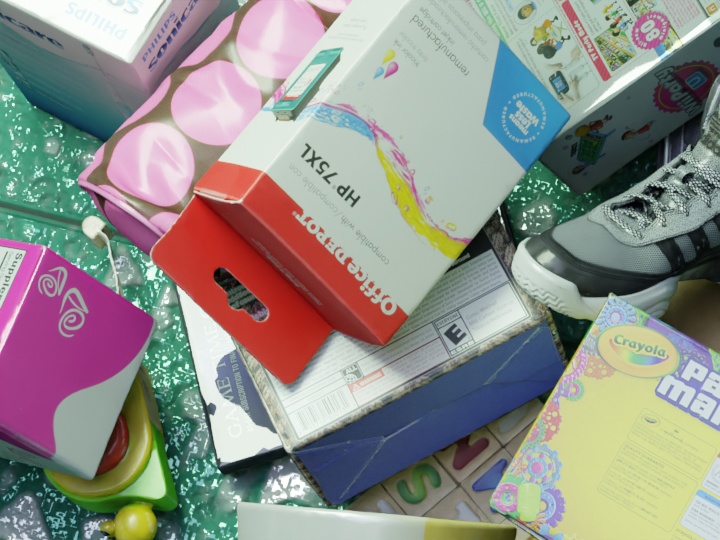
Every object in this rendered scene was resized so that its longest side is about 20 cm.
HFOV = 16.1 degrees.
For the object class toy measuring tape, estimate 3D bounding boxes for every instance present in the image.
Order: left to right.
[{"bbox_3d":[-0.157,0.068,1.469,0.073,0.074,0.201,-17,68,5],"label":"toy measuring tape"}]

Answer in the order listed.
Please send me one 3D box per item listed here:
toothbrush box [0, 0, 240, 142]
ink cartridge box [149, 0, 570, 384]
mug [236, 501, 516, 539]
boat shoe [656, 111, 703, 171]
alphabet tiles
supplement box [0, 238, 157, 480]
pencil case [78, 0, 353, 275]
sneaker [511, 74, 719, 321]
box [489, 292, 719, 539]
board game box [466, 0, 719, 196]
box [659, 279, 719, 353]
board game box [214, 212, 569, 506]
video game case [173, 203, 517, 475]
[{"bbox_3d":[-0.144,-0.140,1.469,0.146,0.200,0.085,27,78,20],"label":"toothbrush box"},{"bbox_3d":[0.000,-0.045,1.315,0.116,0.067,0.200,44,78,-23],"label":"ink cartridge box"},{"bbox_3d":[0.018,0.205,1.340,0.186,0.149,0.154,2,83,31],"label":"mug"},{"bbox_3d":[0.185,-0.126,1.470,0.067,0.072,0.201,-5,77,8],"label":"boat shoe"},{"bbox_3d":[0.089,0.134,1.427,0.167,0.008,0.200,-40,68,-4],"label":"alphabet tiles"},{"bbox_3d":[-0.228,0.040,1.434,0.199,0.101,0.104,11,71,42],"label":"supplement box"},{"bbox_3d":[-0.054,-0.086,1.369,0.200,0.091,0.094,-49,34,-9],"label":"pencil case"},{"bbox_3d":[0.170,-0.043,1.347,0.199,0.114,0.075,-10,39,-34],"label":"sneaker"},{"bbox_3d":[0.186,0.124,1.278,0.200,0.193,0.122,30,86,12],"label":"box"},{"bbox_3d":[0.161,-0.161,1.420,0.200,0.064,0.148,-35,54,16],"label":"board game box"},{"bbox_3d":[0.214,0.069,1.412,0.163,0.021,0.201,2,69,10],"label":"box"},{"bbox_3d":[0.000,0.000,1.420,0.159,0.097,0.200,-27,64,0],"label":"board game box"},{"bbox_3d":[-0.003,0.023,1.475,0.199,0.019,0.143,-18,64,6],"label":"video game case"}]
